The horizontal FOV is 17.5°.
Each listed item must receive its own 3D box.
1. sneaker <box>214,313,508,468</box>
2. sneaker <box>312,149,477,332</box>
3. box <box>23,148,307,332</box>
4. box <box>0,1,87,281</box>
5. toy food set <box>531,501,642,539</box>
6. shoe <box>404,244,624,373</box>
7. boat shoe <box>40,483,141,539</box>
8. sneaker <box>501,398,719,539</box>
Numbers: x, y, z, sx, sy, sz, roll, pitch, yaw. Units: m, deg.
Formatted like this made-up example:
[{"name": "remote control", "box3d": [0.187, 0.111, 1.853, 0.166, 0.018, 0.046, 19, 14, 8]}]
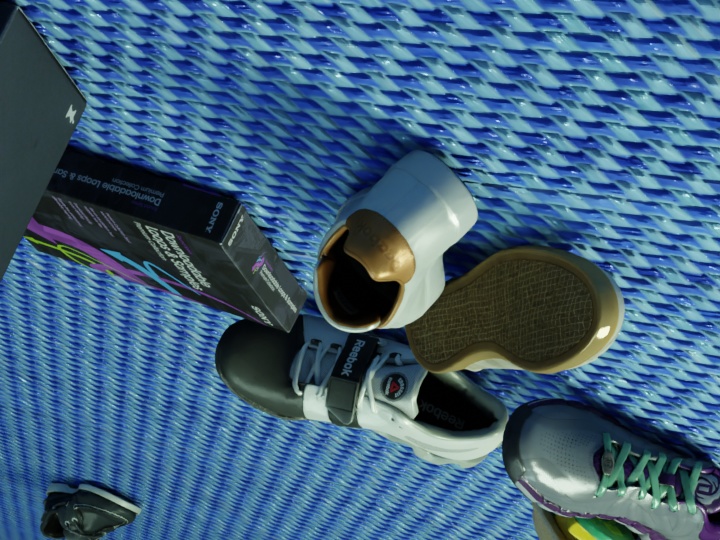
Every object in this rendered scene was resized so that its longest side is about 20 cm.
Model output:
[{"name": "sneaker", "box3d": [0.006, 0.070, 1.527, 0.200, 0.074, 0.089, 16, 165, -8]}, {"name": "sneaker", "box3d": [0.000, 0.000, 1.259, 0.073, 0.085, 0.200, 43, 162, 7]}, {"name": "box", "box3d": [-0.144, -0.026, 1.490, 0.200, 0.036, 0.143, 16, 162, 23]}, {"name": "box", "box3d": [-0.290, -0.062, 1.292, 0.198, 0.200, 0.123, 17, 162, 19]}, {"name": "toy food set", "box3d": [0.199, 0.203, 1.589, 0.200, 0.049, 0.198, 38, -164, -5]}, {"name": "shoe", "box3d": [0.092, 0.021, 1.285, 0.053, 0.070, 0.200, -10, 180, -27]}, {"name": "boat shoe", "box3d": [-0.312, 0.280, 2.640, 0.074, 0.066, 0.199, 34, 161, -29]}, {"name": "sneaker", "box3d": [0.179, 0.126, 1.480, 0.200, 0.075, 0.087, 23, 158, -40]}]
